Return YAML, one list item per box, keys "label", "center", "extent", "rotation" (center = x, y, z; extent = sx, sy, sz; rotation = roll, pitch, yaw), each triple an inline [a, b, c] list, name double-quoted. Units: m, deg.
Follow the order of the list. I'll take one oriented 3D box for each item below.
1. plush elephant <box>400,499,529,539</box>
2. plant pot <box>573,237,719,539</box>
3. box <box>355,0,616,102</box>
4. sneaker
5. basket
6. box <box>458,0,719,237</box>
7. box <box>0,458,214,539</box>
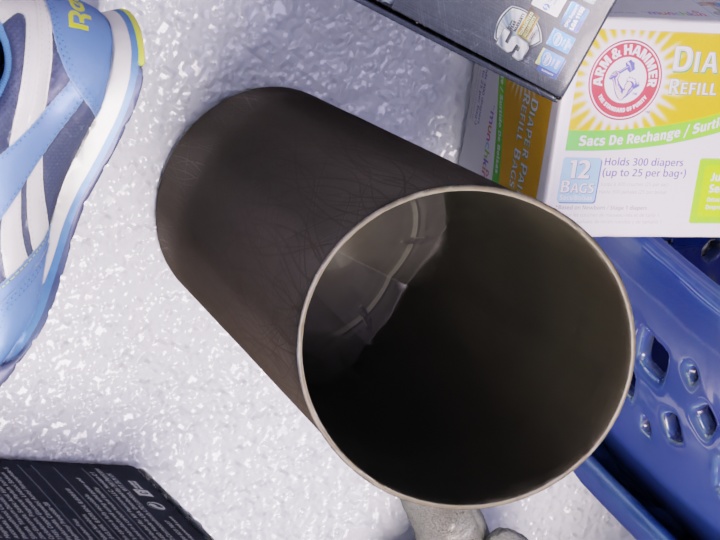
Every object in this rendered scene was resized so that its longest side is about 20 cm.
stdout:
- label: "plush elephant"
  center: [0.046, 0.223, 1.160]
  extent: [0.164, 0.155, 0.201]
  rotation: [-33, 129, -3]
- label: "plant pot"
  center: [0.227, 0.066, 1.198]
  extent: [0.198, 0.200, 0.181]
  rotation: [-7, 120, -29]
- label: "box"
  center: [0.064, -0.195, 0.974]
  extent: [0.157, 0.051, 0.201]
  rotation: [28, 115, -2]
- label: "sneaker"
  center: [-0.166, -0.031, 0.984]
  extent: [0.082, 0.074, 0.202]
  rotation: [21, 91, -34]
- label: "basket"
  center: [0.000, 0.000, 1.018]
  extent: [0.180, 0.200, 0.137]
  rotation: [27, 95, -36]
- label: "box"
  center: [0.162, -0.084, 1.128]
  extent: [0.198, 0.101, 0.114]
  rotation: [-1, 111, -21]
- label: "box"
  center: [-0.182, 0.170, 1.034]
  extent: [0.199, 0.104, 0.149]
  rotation: [8, 106, -34]
